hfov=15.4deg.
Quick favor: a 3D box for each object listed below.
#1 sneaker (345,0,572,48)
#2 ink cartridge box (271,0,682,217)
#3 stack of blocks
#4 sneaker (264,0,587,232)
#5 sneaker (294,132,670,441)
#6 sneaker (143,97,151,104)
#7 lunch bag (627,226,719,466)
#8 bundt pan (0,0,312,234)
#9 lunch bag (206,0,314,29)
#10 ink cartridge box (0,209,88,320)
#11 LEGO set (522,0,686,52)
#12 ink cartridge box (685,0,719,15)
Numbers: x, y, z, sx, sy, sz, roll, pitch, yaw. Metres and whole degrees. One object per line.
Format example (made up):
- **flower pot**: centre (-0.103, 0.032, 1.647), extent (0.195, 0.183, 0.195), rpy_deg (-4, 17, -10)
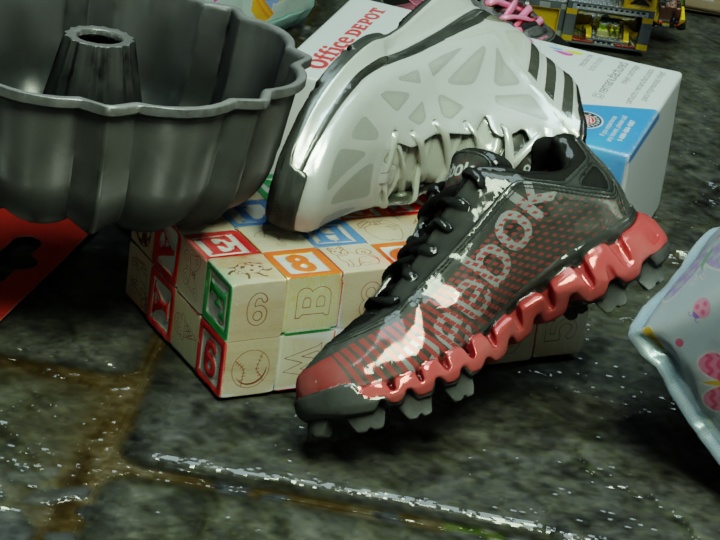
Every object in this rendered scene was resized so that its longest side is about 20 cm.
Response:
- **sneaker**: centre (0.069, -0.157, 1.616), extent (0.199, 0.096, 0.079), rpy_deg (27, 29, 33)
- **ink cartridge box**: centre (0.059, -0.071, 1.435), extent (0.199, 0.085, 0.145), rpy_deg (13, 25, 13)
- **stack of blocks**: centre (0.000, 0.000, 1.290), extent (0.199, 0.059, 0.115), rpy_deg (-5, 27, -27)
- **sneaker**: centre (0.044, -0.063, 1.279), extent (0.115, 0.076, 0.200), rpy_deg (30, 43, 15)
- **sneaker**: centre (0.043, 0.002, 1.203), extent (0.200, 0.098, 0.071), rpy_deg (-30, 6, -22)
- **sneaker**: centre (-0.088, -0.080, 1.417), extent (0.115, 0.079, 0.200), rpy_deg (-5, 28, -24)
- **lunch bag**: centre (0.241, -0.003, 1.219), extent (0.127, 0.169, 0.200), rpy_deg (52, 30, -6)
- **bundt pan**: centre (-0.125, -0.075, 1.243), extent (0.200, 0.076, 0.202), rpy_deg (7, 21, -3)
- **lunch bag**: centre (-0.128, -0.221, 1.633), extent (0.122, 0.201, 0.170), rpy_deg (-29, -5, 39)
- **ink cartridge box**: centre (-0.245, -0.041, 1.319), extent (0.199, 0.057, 0.163), rpy_deg (9, 24, 13)
- **LEGO set**: centre (0.126, -0.228, 1.722), extent (0.199, 0.116, 0.154), rpy_deg (13, 42, 4)
- **ink cartridge box**: centre (0.189, -0.251, 1.885), extent (0.199, 0.076, 0.165), rpy_deg (11, 23, 4)
